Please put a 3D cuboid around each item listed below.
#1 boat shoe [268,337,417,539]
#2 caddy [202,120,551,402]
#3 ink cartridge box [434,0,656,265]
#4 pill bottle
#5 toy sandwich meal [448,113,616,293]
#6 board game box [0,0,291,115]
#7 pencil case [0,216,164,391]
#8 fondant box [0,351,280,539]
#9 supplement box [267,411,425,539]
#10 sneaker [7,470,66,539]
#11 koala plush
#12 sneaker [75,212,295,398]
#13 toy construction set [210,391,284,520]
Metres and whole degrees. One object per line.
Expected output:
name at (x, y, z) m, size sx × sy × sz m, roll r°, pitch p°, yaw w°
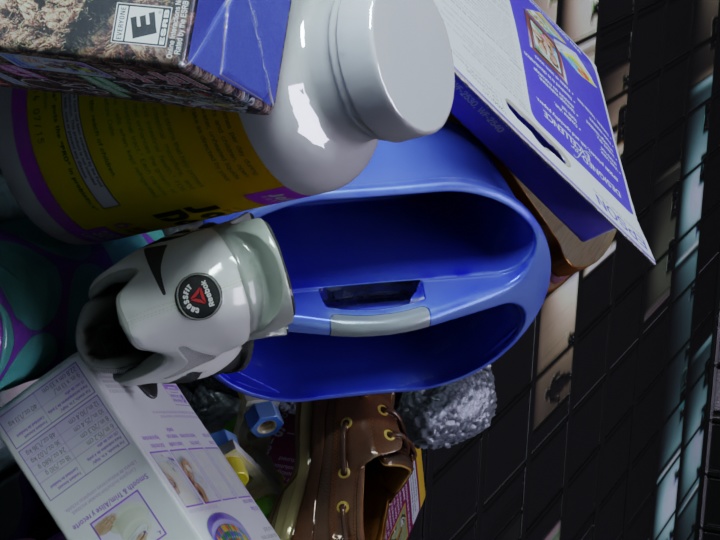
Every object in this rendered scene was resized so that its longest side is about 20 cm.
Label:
boat shoe at (0.001, 0.104, 1.246) m, size 0.072 × 0.068 × 0.200 m, roll 54°, pitch 43°, yaw -53°
caddy at (0.000, 0.000, 1.180) m, size 0.105 × 0.200 × 0.141 m, roll -110°, pitch -161°, yaw -50°
ink cartridge box at (0.073, -0.107, 1.208) m, size 0.198 × 0.043 × 0.200 m, roll 41°, pitch 23°, yaw -31°
pill bottle at (-0.061, -0.078, 1.003) m, size 0.104 × 0.200 × 0.104 m, roll 27°, pitch 58°, yaw -54°
toy sandwich meal at (0.081, -0.078, 1.325) m, size 0.205 × 0.070 × 0.205 m, roll 36°, pitch 45°, yaw -46°
board game box at (-0.131, -0.160, 0.922) m, size 0.097 × 0.200 × 0.160 m, roll 21°, pitch 77°, yaw -70°
pencil case at (-0.163, 0.019, 1.079) m, size 0.092 × 0.085 × 0.200 m, roll -58°, pitch 166°, yaw 17°
fondant box at (-0.083, 0.136, 1.063) m, size 0.200 × 0.058 × 0.144 m, roll 54°, pitch 6°, yaw 9°
supplement box at (-0.036, 0.166, 1.476) m, size 0.200 × 0.103 × 0.131 m, roll -63°, pitch 155°, yaw -46°
sneaker at (-0.162, 0.182, 1.157) m, size 0.088 × 0.080 × 0.200 m, roll 36°, pitch 53°, yaw -40°
koala plush at (-0.045, 0.035, 1.365) m, size 0.200 × 0.184 × 0.177 m, roll -14°, pitch 100°, yaw -49°
sneaker at (-0.094, 0.019, 1.030) m, size 0.200 × 0.088 × 0.074 m, roll 136°, pitch -66°, yaw -75°
toy construction set at (-0.080, 0.160, 1.291) m, size 0.092 × 0.131 × 0.200 m, roll -117°, pitch -176°, yaw -53°
